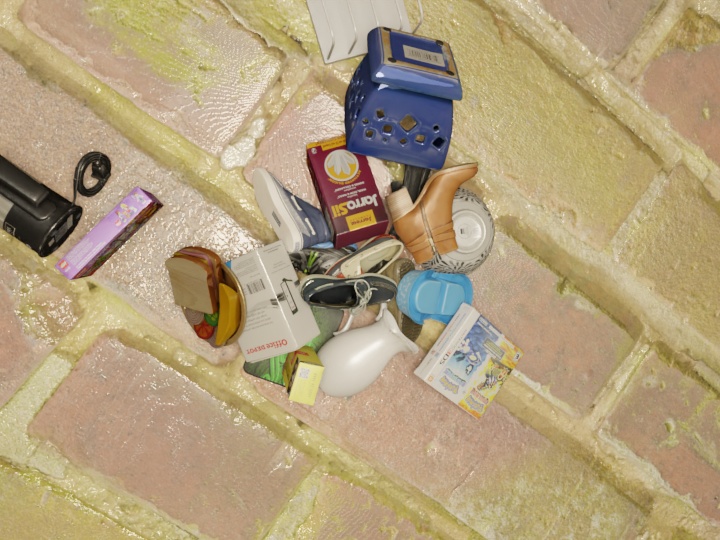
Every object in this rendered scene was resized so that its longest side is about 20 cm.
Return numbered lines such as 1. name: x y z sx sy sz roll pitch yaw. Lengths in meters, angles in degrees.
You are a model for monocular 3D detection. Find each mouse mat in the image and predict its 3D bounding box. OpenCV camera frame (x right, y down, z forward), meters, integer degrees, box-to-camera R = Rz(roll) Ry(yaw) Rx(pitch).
1. mouse mat: -0.138 0.145 1.202 0.160 0.008 0.201 22 89 -11

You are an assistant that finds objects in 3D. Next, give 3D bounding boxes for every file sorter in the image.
1. file sorter: 0.010 -0.519 1.142 0.199 0.125 0.140 -18 96 -10

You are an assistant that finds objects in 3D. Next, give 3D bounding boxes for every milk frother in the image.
1. milk frother: -0.595 -0.166 1.055 0.188 0.180 0.200 36 43 -10

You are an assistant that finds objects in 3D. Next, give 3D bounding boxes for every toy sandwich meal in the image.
1. toy sandwich meal: -0.297 0.056 1.087 0.204 0.070 0.207 11 110 31

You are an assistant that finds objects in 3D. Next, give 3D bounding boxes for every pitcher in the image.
1. pitcher: -0.007 0.149 1.169 0.200 0.121 0.172 -35 58 12

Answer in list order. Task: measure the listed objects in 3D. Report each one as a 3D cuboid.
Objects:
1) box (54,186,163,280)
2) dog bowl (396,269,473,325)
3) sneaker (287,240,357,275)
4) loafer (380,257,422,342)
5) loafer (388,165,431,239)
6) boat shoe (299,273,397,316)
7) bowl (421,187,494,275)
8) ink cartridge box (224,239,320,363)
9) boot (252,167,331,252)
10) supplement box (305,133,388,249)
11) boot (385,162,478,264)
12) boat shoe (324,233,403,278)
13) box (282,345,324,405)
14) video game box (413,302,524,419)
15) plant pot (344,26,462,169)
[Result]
1. box: -0.460 -0.068 1.068 0.039 0.137 0.200 45 85 -9
2. dog bowl: 0.152 0.053 1.187 0.199 0.049 0.112 7 96 -43
3. sneaker: -0.099 -0.016 1.169 0.198 0.071 0.083 -6 87 -13
4. loafer: 0.085 0.066 1.210 0.076 0.067 0.201 -17 112 -37
5. loafer: 0.093 -0.164 1.204 0.070 0.068 0.202 20 86 1
6. boat shoe: -0.016 0.044 1.094 0.199 0.062 0.075 7 115 -23
7. bowl: 0.208 -0.080 1.212 0.199 0.094 0.202 -1 93 -10
8. ink cartridge box: -0.186 0.062 1.112 0.145 0.084 0.201 -18 96 35
9. boot: -0.140 -0.126 1.148 0.090 0.073 0.201 -15 67 -34
10. supplement box: -0.028 -0.159 1.140 0.110 0.086 0.201 -17 77 -9
11. boot: 0.162 -0.112 1.125 0.199 0.077 0.156 -25 94 7
12. boat shoe: 0.000 0.000 1.151 0.200 0.063 0.071 -39 122 -11
13. box: -0.113 0.193 1.104 0.050 0.200 0.076 17 91 -11
14. video game box: 0.235 0.196 1.222 0.200 0.047 0.183 38 87 -31
15. plant pot: 0.084 -0.336 1.094 0.199 0.201 0.180 9 136 -12
